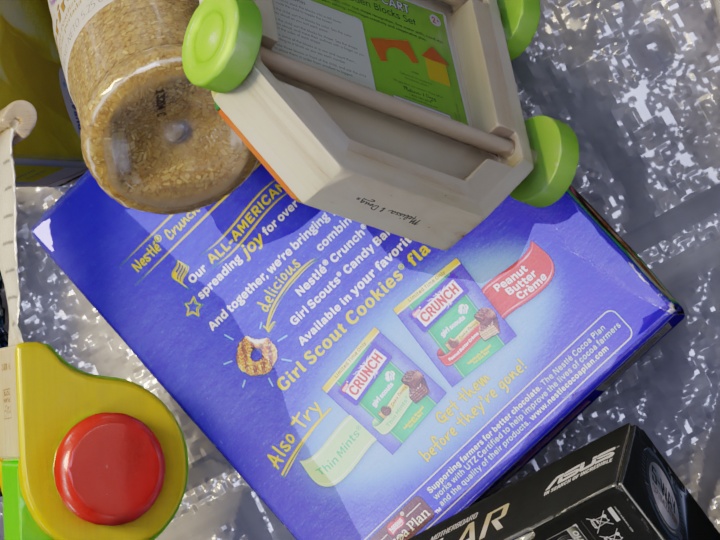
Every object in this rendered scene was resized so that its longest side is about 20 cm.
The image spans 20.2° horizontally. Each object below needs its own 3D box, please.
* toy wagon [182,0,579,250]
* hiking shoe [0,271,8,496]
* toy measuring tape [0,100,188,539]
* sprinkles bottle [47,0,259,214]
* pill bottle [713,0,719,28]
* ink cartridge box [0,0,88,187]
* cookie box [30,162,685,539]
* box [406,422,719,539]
[{"bbox_3d":[0.000,-0.102,0.728,0.040,0.155,0.201,-40,46,37],"label":"toy wagon"},{"bbox_3d":[-0.176,0.003,0.834,0.087,0.074,0.200,-38,77,3],"label":"hiking shoe"},{"bbox_3d":[-0.103,0.037,0.770,0.073,0.074,0.201,-4,86,9],"label":"toy measuring tape"},{"bbox_3d":[-0.087,-0.103,0.777,0.068,0.068,0.200,-31,39,6],"label":"sprinkles bottle"},{"bbox_3d":[0.239,-0.111,0.758,0.199,0.109,0.109,-16,83,4],"label":"pill bottle"},{"bbox_3d":[-0.195,-0.128,0.788,0.047,0.200,0.199,-22,83,22],"label":"ink cartridge box"},{"bbox_3d":[0.000,0.000,0.807,0.171,0.075,0.200,-43,80,5],"label":"cookie box"},{"bbox_3d":[0.089,0.174,0.736,0.160,0.044,0.200,-32,103,27],"label":"box"}]
